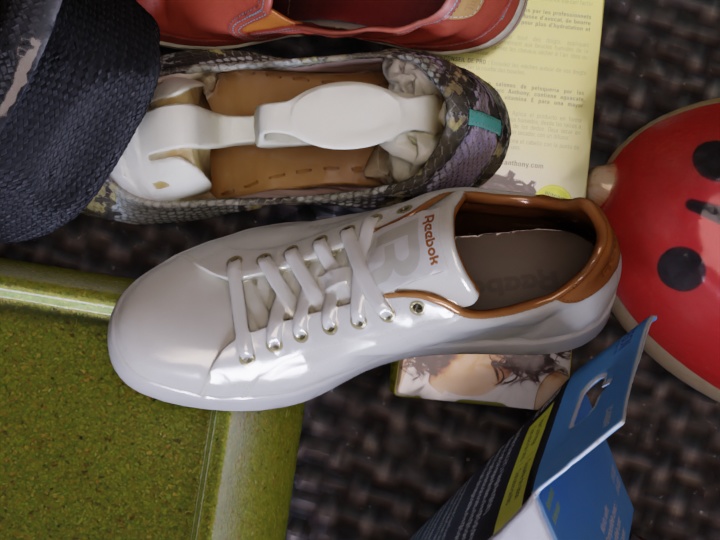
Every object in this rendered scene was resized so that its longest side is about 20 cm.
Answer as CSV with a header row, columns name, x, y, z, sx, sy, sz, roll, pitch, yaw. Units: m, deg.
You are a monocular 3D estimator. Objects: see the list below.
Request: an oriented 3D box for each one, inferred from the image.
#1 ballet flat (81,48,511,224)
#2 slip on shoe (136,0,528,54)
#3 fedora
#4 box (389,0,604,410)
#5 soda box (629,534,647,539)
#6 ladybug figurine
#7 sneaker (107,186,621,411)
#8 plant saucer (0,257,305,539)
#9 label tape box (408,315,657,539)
name,x,y,z,sx,sy,sz,roll,pitch,yaw
ballet flat,-0.044,-0.057,0.817,0.200,0.072,0.072,-3,89,15
slip on shoe,-0.034,-0.123,0.827,0.199,0.061,0.074,8,91,21
fedora,-0.144,-0.072,0.803,0.091,0.200,0.201,24,88,-37
box,0.057,-0.045,0.859,0.075,0.050,0.201,4,88,-3
soda box,0.183,0.192,0.856,0.200,0.063,0.070,32,87,-2
ladybug figurine,0.187,-0.003,0.854,0.199,0.072,0.136,16,89,-3
sneaker,0.000,0.000,0.783,0.199,0.085,0.073,-10,68,-4
plant saucer,-0.125,0.078,0.805,0.199,0.048,0.200,9,62,-3
label tape box,0.055,0.120,0.780,0.066,0.143,0.200,44,108,-2
